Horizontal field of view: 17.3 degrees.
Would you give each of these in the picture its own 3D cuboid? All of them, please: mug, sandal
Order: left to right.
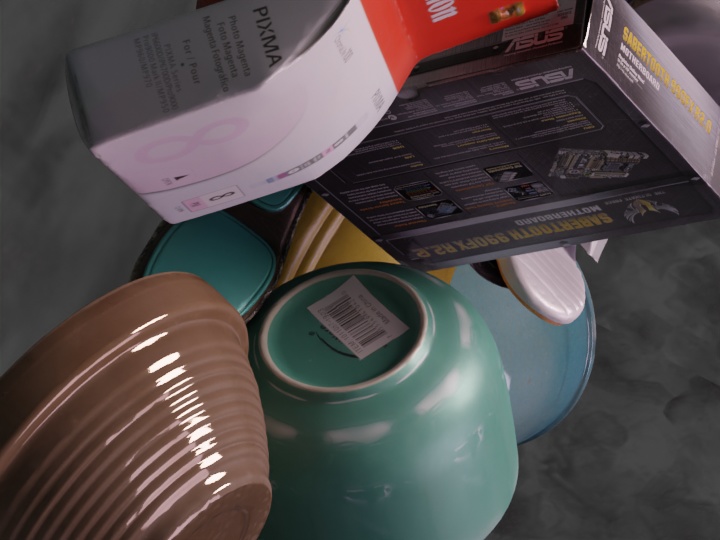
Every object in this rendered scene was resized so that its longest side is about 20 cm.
[{"bbox_3d":[-0.015,0.069,1.220,0.115,0.185,0.152,78,17,-44],"label":"mug"},{"bbox_3d":[0.086,-0.016,1.401,0.059,0.079,0.207,-47,-164,22],"label":"sandal"}]

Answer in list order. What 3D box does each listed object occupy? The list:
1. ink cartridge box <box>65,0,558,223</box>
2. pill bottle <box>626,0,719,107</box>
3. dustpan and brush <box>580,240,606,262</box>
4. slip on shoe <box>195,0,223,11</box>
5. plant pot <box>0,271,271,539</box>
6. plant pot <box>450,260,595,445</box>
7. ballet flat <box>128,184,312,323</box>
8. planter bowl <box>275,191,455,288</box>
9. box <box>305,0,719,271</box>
[{"bbox_3d":[-0.011,-0.083,0.999,0.163,0.200,0.057,54,23,-77],"label":"ink cartridge box"},{"bbox_3d":[0.203,-0.156,1.233,0.116,0.116,0.200,106,6,-52],"label":"pill bottle"},{"bbox_3d":[0.098,-0.109,1.425,0.057,0.200,0.140,-45,-178,20],"label":"dustpan and brush"},{"bbox_3d":[-0.045,-0.113,1.068,0.074,0.061,0.200,-16,166,-14],"label":"slip on shoe"},{"bbox_3d":[-0.107,0.106,1.091,0.201,0.093,0.201,-42,157,-22],"label":"plant pot"},{"bbox_3d":[0.035,0.055,1.667,0.188,0.200,0.200,-23,142,-55],"label":"plant pot"},{"bbox_3d":[-0.068,-0.023,1.232,0.200,0.068,0.075,-60,-169,-30],"label":"ballet flat"},{"bbox_3d":[0.000,0.000,1.365,0.200,0.083,0.201,-52,162,-24],"label":"planter bowl"},{"bbox_3d":[0.067,-0.068,1.172,0.158,0.200,0.048,38,52,-43],"label":"box"}]
